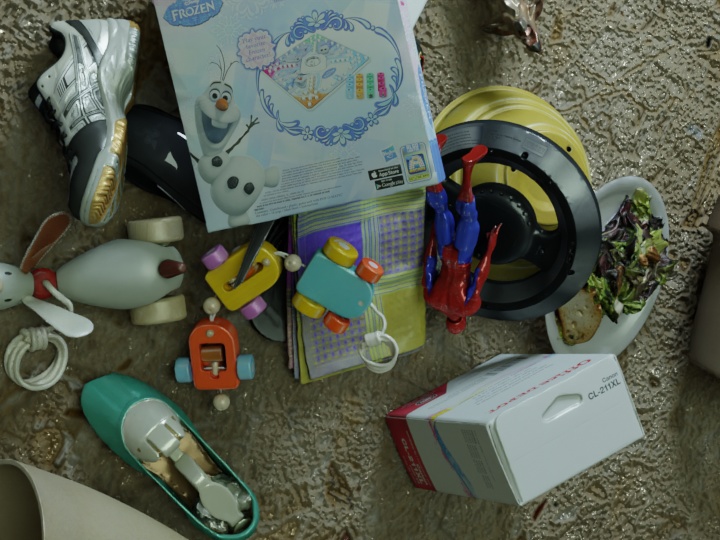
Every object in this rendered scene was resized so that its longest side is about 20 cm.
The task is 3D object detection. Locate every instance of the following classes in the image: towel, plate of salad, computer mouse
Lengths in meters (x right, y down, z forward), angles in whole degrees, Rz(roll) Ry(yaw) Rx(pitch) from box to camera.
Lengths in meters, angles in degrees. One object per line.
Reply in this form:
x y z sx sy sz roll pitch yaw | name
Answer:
0.000 0.000 1.318 0.143 0.023 0.200 -11 115 -25 | towel
0.253 0.006 1.423 0.200 0.048 0.201 -19 118 -40 | plate of salad
-0.117 -0.103 1.284 0.200 0.046 0.141 37 73 -12 | computer mouse

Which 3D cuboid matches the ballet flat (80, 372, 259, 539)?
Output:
-0.157 0.161 1.250 0.200 0.070 0.067 47 71 -15 | ballet flat

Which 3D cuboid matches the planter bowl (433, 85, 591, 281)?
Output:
0.161 -0.086 1.401 0.200 0.083 0.201 1 87 -25 | planter bowl

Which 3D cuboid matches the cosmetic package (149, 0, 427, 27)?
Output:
-0.047 -0.279 1.292 0.200 0.123 0.200 32 77 -22 | cosmetic package

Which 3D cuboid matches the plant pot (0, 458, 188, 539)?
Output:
-0.217 0.264 1.173 0.200 0.187 0.188 19 79 -37 | plant pot

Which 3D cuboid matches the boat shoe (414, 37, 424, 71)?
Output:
0.026 -0.177 1.216 0.063 0.074 0.202 -23 96 -11 | boat shoe

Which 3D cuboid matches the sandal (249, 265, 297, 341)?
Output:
-0.027 -0.017 1.332 0.075 0.045 0.200 41 72 -17 | sandal

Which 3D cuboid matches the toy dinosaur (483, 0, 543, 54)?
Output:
0.152 -0.304 1.414 0.136 0.086 0.200 48 53 -26 | toy dinosaur

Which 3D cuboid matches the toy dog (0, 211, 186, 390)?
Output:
-0.224 0.009 1.212 0.200 0.096 0.132 -29 99 -23 | toy dog

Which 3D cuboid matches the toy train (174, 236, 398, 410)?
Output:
-0.068 0.039 1.263 0.199 0.056 0.151 -7 109 8 | toy train

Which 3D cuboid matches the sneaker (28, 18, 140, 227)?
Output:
-0.237 -0.125 1.212 0.087 0.076 0.200 6 58 -8 | sneaker

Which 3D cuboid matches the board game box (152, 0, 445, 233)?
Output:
-0.050 -0.148 1.168 0.199 0.043 0.200 -11 97 13 | board game box

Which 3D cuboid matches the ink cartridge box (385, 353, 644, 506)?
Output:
0.136 0.141 1.314 0.146 0.200 0.083 -24 97 -23 | ink cartridge box

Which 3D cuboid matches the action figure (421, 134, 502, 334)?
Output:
0.088 -0.025 1.308 0.052 0.065 0.200 -46 144 -48 | action figure

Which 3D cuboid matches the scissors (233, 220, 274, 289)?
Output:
-0.067 -0.081 1.223 0.073 0.014 0.200 39 87 6 | scissors

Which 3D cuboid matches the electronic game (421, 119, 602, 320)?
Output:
0.125 -0.044 1.336 0.200 0.200 0.042 58 33 -11 | electronic game

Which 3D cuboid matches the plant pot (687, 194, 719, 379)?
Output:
0.422 0.037 1.476 0.200 0.200 0.175 22 97 -22 | plant pot
